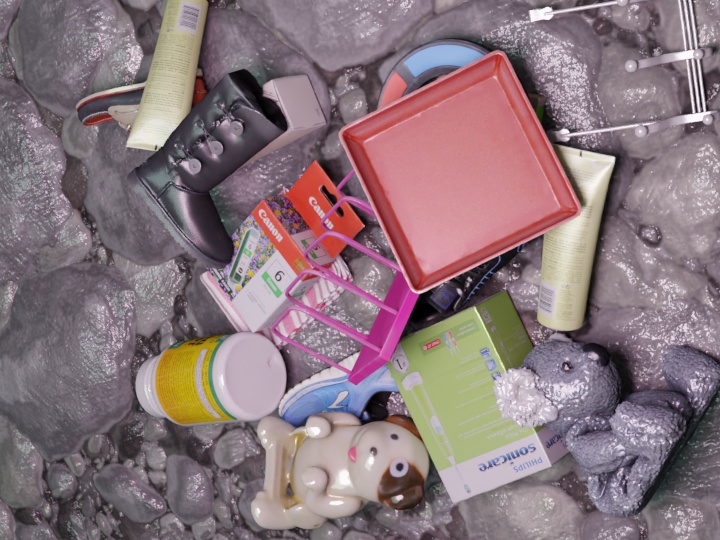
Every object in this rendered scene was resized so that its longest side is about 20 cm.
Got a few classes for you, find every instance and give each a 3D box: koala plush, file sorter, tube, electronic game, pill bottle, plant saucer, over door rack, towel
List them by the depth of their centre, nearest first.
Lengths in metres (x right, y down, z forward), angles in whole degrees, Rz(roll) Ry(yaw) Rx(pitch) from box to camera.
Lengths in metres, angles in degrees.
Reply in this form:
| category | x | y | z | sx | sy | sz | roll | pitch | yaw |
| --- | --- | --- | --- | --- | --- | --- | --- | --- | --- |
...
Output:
| category | x | y | z | sx | sy | sz | roll | pitch | yaw |
| --- | --- | --- | --- | --- | --- | --- | --- | --- | --- |
| over door rack | 0.268 | -0.213 | 1.564 | 0.199 | 0.067 | 0.149 | -4 | 99 | 33 |
| plant saucer | 0.106 | -0.103 | 1.600 | 0.199 | 0.037 | 0.200 | -26 | 80 | 4 |
| koala plush | 0.251 | 0.149 | 1.611 | 0.200 | 0.177 | 0.184 | 33 | 128 | 17 |
| tube | 0.229 | -0.035 | 1.627 | 0.052 | 0.058 | 0.201 | -121 | 31 | -64 |
| file sorter | 0.000 | 0.000 | 1.667 | 0.125 | 0.201 | 0.139 | 28 | 160 | -7 |
| electronic game | 0.103 | -0.158 | 1.673 | 0.199 | 0.042 | 0.201 | 9 | 107 | 30 |
| tube | -0.231 | -0.241 | 1.834 | 0.058 | 0.052 | 0.201 | -4 | 72 | 47 |
| towel | -0.111 | 0.010 | 1.886 | 0.200 | 0.030 | 0.147 | -44 | 77 | 33 |
| pill bottle | -0.197 | 0.142 | 1.918 | 0.200 | 0.113 | 0.113 | -11 | 97 | 46 |

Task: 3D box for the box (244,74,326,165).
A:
| category | x | y | z | sx | sy | sz | roll | pitch | yaw |
| --- | --- | --- | --- | --- | --- | --- | --- | --- | --- |
| box | -0.146 | -0.168 | 1.833 | 0.199 | 0.082 | 0.069 | -24 | 88 | 33 |

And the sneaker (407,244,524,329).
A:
| category | x | y | z | sx | sy | sz | roll | pitch | yaw |
| --- | --- | --- | --- | --- | --- | --- | --- | --- | --- |
| sneaker | 0.118 | 0.000 | 1.685 | 0.070 | 0.078 | 0.200 | 35 | 137 | -13 |

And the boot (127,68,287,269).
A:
| category | x | y | z | sx | sy | sz | roll | pitch | yaw |
| --- | --- | --- | --- | --- | --- | --- | --- | --- | --- |
| boot | -0.157 | -0.118 | 1.773 | 0.200 | 0.066 | 0.165 | -41 | 101 | 22 |

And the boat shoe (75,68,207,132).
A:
| category | x | y | z | sx | sy | sz | roll | pitch | yaw |
| --- | --- | --- | --- | --- | --- | --- | --- | --- | --- |
| boat shoe | -0.280 | -0.208 | 1.916 | 0.199 | 0.071 | 0.063 | -10 | 93 | 28 |

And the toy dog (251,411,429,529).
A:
| category | x | y | z | sx | sy | sz | roll | pitch | yaw |
| --- | --- | --- | --- | --- | --- | --- | --- | --- | --- |
| toy dog | -0.008 | 0.242 | 1.777 | 0.200 | 0.194 | 0.140 | -21 | 47 | 43 |

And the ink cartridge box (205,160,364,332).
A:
| category | x | y | z | sx | sy | sz | roll | pitch | yaw |
| --- | --- | --- | --- | --- | --- | --- | --- | --- | --- |
| ink cartridge box | -0.094 | -0.028 | 1.819 | 0.109 | 0.050 | 0.200 | 53 | 125 | 14 |

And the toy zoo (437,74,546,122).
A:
| category | x | y | z | sx | sy | sz | roll | pitch | yaw |
| --- | --- | --- | --- | --- | --- | --- | --- | --- | --- |
| toy zoo | 0.134 | -0.114 | 1.703 | 0.131 | 0.020 | 0.201 | 19 | 111 | 28 |

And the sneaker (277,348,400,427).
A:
| category | x | y | z | sx | sy | sz | roll | pitch | yaw |
| --- | --- | --- | --- | --- | --- | --- | --- | --- | --- |
| sneaker | -0.019 | 0.157 | 1.837 | 0.200 | 0.078 | 0.089 | -30 | 83 | 34 |

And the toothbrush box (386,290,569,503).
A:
| category | x | y | z | sx | sy | sz | roll | pitch | yaw |
| --- | --- | --- | --- | --- | --- | --- | --- | --- | --- |
| toothbrush box | 0.137 | 0.146 | 1.729 | 0.145 | 0.086 | 0.201 | -28 | 86 | 34 |
